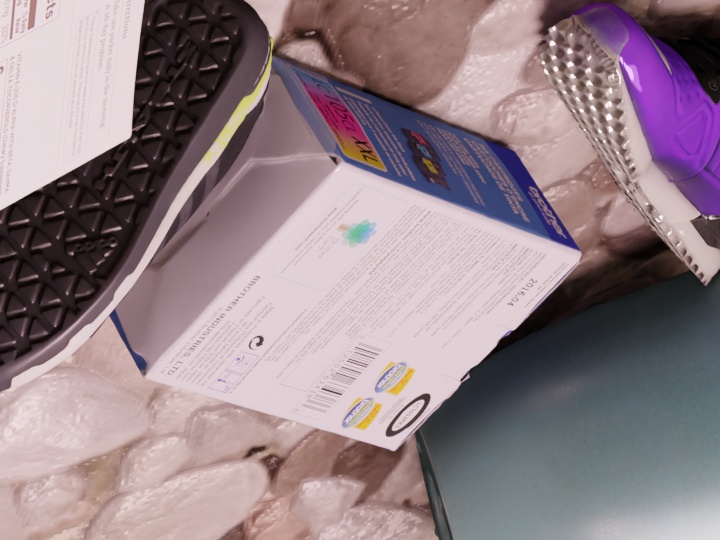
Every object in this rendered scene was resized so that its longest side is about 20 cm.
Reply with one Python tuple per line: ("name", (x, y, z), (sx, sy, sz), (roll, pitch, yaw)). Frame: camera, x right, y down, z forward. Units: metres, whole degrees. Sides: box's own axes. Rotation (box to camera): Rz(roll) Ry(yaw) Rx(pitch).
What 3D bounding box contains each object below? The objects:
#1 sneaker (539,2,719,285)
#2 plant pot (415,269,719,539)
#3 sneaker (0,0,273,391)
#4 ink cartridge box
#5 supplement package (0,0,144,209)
("sneaker", (0.151, -0.079, 1.348), (0.099, 0.070, 0.200), (-39, 148, 0))
("plant pot", (0.117, 0.113, 1.447), (0.160, 0.201, 0.201), (-14, 142, -3))
("sneaker", (-0.094, -0.022, 1.196), (0.200, 0.072, 0.083), (-50, 160, -15))
("ink cartridge box", (0.000, 0.000, 1.321), (0.200, 0.076, 0.136), (20, 121, -45))
("supplement package", (-0.148, -0.133, 0.893), (0.111, 0.156, 0.200), (-31, 147, -37))
